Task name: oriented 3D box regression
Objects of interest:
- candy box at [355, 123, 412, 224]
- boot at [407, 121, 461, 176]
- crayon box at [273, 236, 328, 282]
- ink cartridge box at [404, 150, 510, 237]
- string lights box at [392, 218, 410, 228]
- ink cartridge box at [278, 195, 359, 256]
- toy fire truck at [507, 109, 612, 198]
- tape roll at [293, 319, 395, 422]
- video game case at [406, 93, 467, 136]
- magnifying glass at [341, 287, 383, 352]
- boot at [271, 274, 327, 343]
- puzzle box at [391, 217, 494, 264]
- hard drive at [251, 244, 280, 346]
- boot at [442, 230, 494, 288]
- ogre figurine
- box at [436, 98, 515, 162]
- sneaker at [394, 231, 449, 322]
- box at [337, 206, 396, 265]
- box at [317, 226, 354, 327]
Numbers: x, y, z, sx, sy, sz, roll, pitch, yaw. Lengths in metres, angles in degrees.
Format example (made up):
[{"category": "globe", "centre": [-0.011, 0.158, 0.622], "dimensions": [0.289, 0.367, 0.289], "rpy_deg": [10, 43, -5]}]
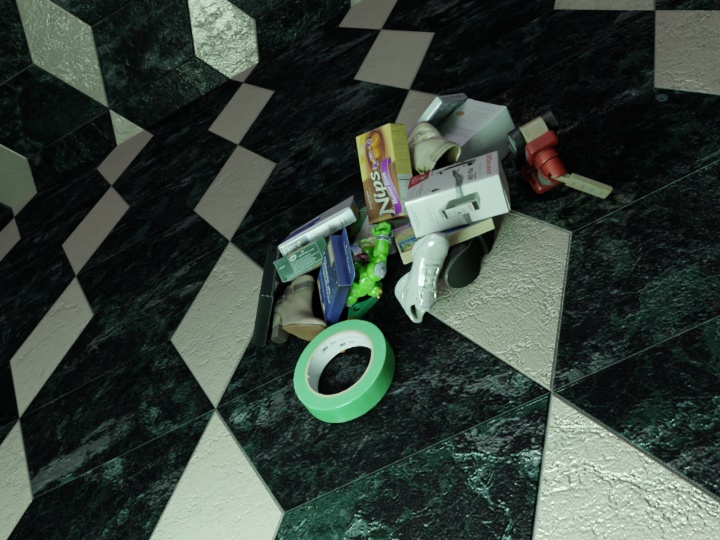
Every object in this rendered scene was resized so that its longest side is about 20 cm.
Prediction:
[{"category": "candy box", "centre": [0.058, -0.213, 1.543], "dimensions": [0.056, 0.205, 0.115], "rpy_deg": [-6, -2, -42]}, {"category": "boot", "centre": [0.131, -0.225, 1.557], "dimensions": [0.201, 0.071, 0.155], "rpy_deg": [-54, 38, 10]}, {"category": "crayon box", "centre": [-0.121, -0.024, 1.573], "dimensions": [0.124, 0.052, 0.200], "rpy_deg": [-27, -2, 1]}, {"category": "ink cartridge box", "centre": [0.198, -0.157, 1.408], "dimensions": [0.196, 0.084, 0.148], "rpy_deg": [-15, 25, 17]}, {"category": "string lights box", "centre": [0.112, -0.186, 1.674], "dimensions": [0.101, 0.059, 0.202], "rpy_deg": [-25, 34, 13]}, {"category": "ink cartridge box", "centre": [-0.095, -0.107, 1.682], "dimensions": [0.195, 0.048, 0.200], "rpy_deg": [-29, 8, 9]}, {"category": "toy fire truck", "centre": [0.400, -0.205, 1.400], "dimensions": [0.127, 0.176, 0.203], "rpy_deg": [-27, 75, 7]}, {"category": "tape roll", "centre": [-0.031, 0.188, 1.313], "dimensions": [0.197, 0.048, 0.203], "rpy_deg": [-20, 42, 18]}, {"category": "video game case", "centre": [0.165, -0.347, 1.688], "dimensions": [0.201, 0.023, 0.181], "rpy_deg": [-50, -10, 31]}, {"category": "magnifying glass", "centre": [-0.008, 0.090, 1.464], "dimensions": [0.078, 0.023, 0.202], "rpy_deg": [-7, 40, 34]}, {"category": "boot", "centre": [-0.128, 0.078, 1.515], "dimensions": [0.197, 0.070, 0.149], "rpy_deg": [-15, 49, 42]}, {"category": "puzzle box", "centre": [0.166, -0.085, 1.423], "dimensions": [0.196, 0.026, 0.134], "rpy_deg": [-22, 24, 3]}, {"category": "hard drive", "centre": [-0.215, 0.054, 1.579], "dimensions": [0.032, 0.142, 0.202], "rpy_deg": [10, 34, -7]}, {"category": "boot", "centre": [0.171, -0.034, 1.431], "dimensions": [0.172, 0.070, 0.200], "rpy_deg": [1, 36, 41]}, {"category": "ogre figurine", "centre": [0.000, 0.000, 1.456], "dimensions": [0.197, 0.098, 0.122], "rpy_deg": [-26, 43, 23]}, {"category": "box", "centre": [0.254, -0.300, 1.653], "dimensions": [0.199, 0.107, 0.152], "rpy_deg": [-41, 33, -10]}, {"category": "sneaker", "centre": [0.130, 0.015, 1.319], "dimensions": [0.073, 0.202, 0.101], "rpy_deg": [-2, 47, -22]}, {"category": "box", "centre": [0.012, -0.084, 1.651], "dimensions": [0.142, 0.037, 0.202], "rpy_deg": [-24, 33, 15]}, {"category": "box", "centre": [-0.053, 0.016, 1.422], "dimensions": [0.032, 0.201, 0.123], "rpy_deg": [-1, 56, -17]}]
